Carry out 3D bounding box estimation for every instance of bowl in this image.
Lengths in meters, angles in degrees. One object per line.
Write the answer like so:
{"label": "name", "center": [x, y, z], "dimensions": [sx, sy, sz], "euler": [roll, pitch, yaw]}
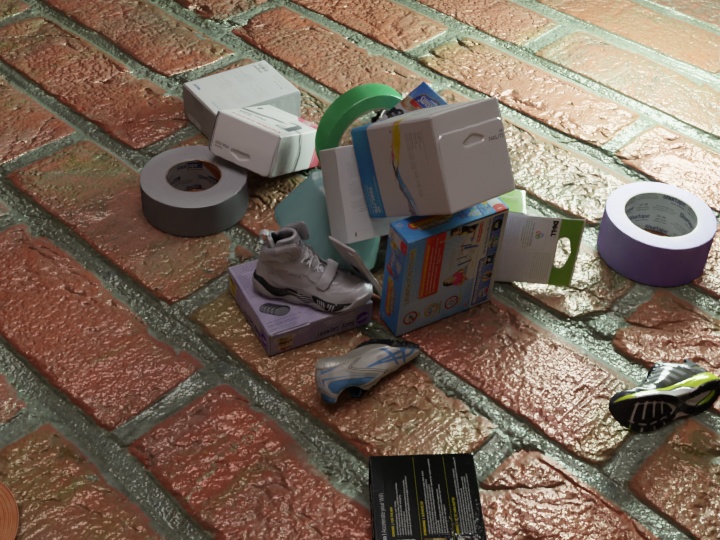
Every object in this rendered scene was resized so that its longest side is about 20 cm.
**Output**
{"label": "bowl", "center": [-0.038, -0.100, 1.748], "dimensions": [0.199, 0.106, 0.202], "euler": [27, 22, -12]}

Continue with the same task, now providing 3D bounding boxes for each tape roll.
{"label": "tape roll", "center": [0.012, -0.250, 1.917], "dimensions": [0.197, 0.203, 0.048], "euler": [-16, 44, -22]}
{"label": "tape roll", "center": [-0.306, -0.149, 1.881], "dimensions": [0.196, 0.067, 0.202], "euler": [2, 40, -1]}
{"label": "tape roll", "center": [0.530, -0.068, 1.829], "dimensions": [0.196, 0.086, 0.202], "euler": [3, 39, -2]}

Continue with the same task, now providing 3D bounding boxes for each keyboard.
{"label": "keyboard", "center": [0.000, 0.000, 1.642], "dimensions": [0.056, 0.200, 0.011], "euler": [37, 81, 29]}

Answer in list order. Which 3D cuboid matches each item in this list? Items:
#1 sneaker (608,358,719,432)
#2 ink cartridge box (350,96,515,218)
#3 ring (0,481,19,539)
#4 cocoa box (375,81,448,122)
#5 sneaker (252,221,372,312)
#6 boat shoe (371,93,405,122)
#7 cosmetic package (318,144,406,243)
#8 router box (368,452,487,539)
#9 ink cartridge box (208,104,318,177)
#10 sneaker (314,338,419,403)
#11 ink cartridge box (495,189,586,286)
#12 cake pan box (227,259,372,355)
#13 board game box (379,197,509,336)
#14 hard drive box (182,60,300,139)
{"label": "sneaker", "center": [0.451, 0.184, 1.543], "dimensions": [0.197, 0.075, 0.081], "euler": [-8, 34, -25]}
{"label": "ink cartridge box", "center": [0.111, -0.172, 1.574], "dimensions": [0.145, 0.149, 0.199], "euler": [-21, 13, -34]}
{"label": "ring", "center": [-0.541, 0.341, 1.315], "dimensions": [0.196, 0.019, 0.202], "euler": [2, 41, -2]}
{"label": "cocoa box", "center": [0.136, -0.213, 1.856], "dimensions": [0.131, 0.200, 0.134], "euler": [-39, 49, 1]}
{"label": "sneaker", "center": [-0.075, -0.006, 1.609], "dimensions": [0.196, 0.116, 0.076], "euler": [10, 40, 6]}
{"label": "boat shoe", "center": [0.050, -0.299, 2.086], "dimensions": [0.059, 0.075, 0.202], "euler": [13, 49, 4]}
{"label": "cosmetic package", "center": [0.033, -0.135, 1.670], "dimensions": [0.198, 0.154, 0.051], "euler": [-14, 7, -36]}
{"label": "router box", "center": [0.088, 0.333, 1.342], "dimensions": [0.146, 0.052, 0.202], "euler": [-1, 40, -2]}
{"label": "ink cartridge box", "center": [-0.174, -0.248, 1.935], "dimensions": [0.144, 0.086, 0.200], "euler": [24, 22, 18]}
{"label": "sneaker", "center": [0.011, 0.150, 1.559], "dimensions": [0.198, 0.074, 0.071], "euler": [-15, 13, -38]}
{"label": "ink cartridge box", "center": [0.272, -0.057, 1.748], "dimensions": [0.196, 0.150, 0.076], "euler": [5, 38, 1]}
{"label": "cake pan box", "center": [-0.099, 0.038, 1.685], "dimensions": [0.197, 0.053, 0.185], "euler": [-18, 46, -23]}
{"label": "board game box", "center": [0.133, -0.011, 1.640], "dimensions": [0.193, 0.202, 0.056], "euler": [-19, 47, -25]}
{"label": "hard drive box", "center": [-0.246, -0.347, 2.113], "dimensions": [0.198, 0.078, 0.156], "euler": [-21, 45, -27]}
